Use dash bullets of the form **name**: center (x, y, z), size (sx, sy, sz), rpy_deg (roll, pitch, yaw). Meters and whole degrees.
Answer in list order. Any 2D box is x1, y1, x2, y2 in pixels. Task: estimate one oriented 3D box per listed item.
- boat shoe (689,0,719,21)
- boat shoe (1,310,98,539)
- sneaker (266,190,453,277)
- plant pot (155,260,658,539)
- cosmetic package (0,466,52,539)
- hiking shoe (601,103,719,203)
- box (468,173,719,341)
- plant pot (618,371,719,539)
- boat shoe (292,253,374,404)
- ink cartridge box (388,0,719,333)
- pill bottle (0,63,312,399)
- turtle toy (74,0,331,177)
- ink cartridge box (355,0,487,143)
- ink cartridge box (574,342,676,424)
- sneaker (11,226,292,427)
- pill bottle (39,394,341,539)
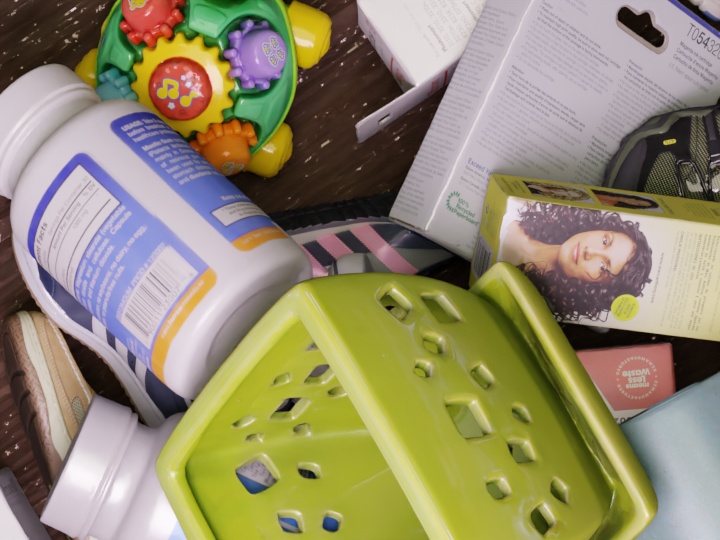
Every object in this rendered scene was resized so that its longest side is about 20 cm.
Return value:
- **boat shoe**: center (0.182, -0.252, 1.734), size (0.072, 0.072, 0.200), rpy_deg (-41, 97, 18)
- **boat shoe**: center (-0.161, 0.113, 1.740), size (0.076, 0.072, 0.201), rpy_deg (-21, 98, -14)
- **sneaker**: center (0.000, 0.000, 1.745), size (0.199, 0.070, 0.083), rpy_deg (-9, 106, 2)
- **plant pot**: center (0.034, 0.118, 1.546), size (0.181, 0.200, 0.200), rpy_deg (-14, 65, -38)
- **cosmetic package**: center (-0.200, 0.224, 1.715), size (0.074, 0.102, 0.201), rpy_deg (-28, 91, -1)
- **hiking shoe**: center (0.231, -0.067, 1.688), size (0.200, 0.100, 0.076), rpy_deg (-34, 115, -26)
- **box**: center (0.168, -0.004, 1.633), size (0.199, 0.050, 0.076), rpy_deg (6, 108, -13)
- **plant pot**: center (0.217, 0.163, 1.619), size (0.199, 0.200, 0.197), rpy_deg (-27, 85, -1)
- **boat shoe**: center (-0.011, 0.085, 1.714), size (0.069, 0.071, 0.201), rpy_deg (-6, 117, 6)
- **ink cartridge box**: center (0.126, -0.084, 1.692), size (0.043, 0.196, 0.201), rpy_deg (23, 86, 44)
- **pill bottle**: center (-0.132, -0.028, 1.629), size (0.200, 0.112, 0.112), rpy_deg (42, 89, 22)
- **turtle toy**: center (-0.095, -0.142, 1.702), size (0.145, 0.101, 0.201), rpy_deg (21, 109, 0)
- **ink cartridge box**: center (0.062, -0.164, 1.715), size (0.199, 0.115, 0.068), rpy_deg (-35, 87, -1)
- **ink cartridge box**: center (0.142, 0.149, 1.734), size (0.116, 0.067, 0.201), rpy_deg (-5, 89, -2)
- **sneaker**: center (-0.120, 0.024, 1.699), size (0.200, 0.108, 0.070), rpy_deg (52, 49, -9)
- **pill bottle**: center (-0.084, 0.152, 1.664), size (0.199, 0.112, 0.113), rpy_deg (24, 89, -6)
